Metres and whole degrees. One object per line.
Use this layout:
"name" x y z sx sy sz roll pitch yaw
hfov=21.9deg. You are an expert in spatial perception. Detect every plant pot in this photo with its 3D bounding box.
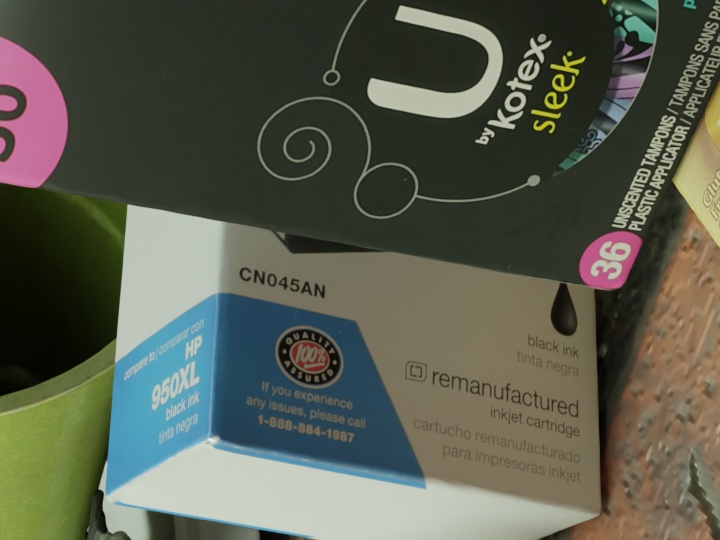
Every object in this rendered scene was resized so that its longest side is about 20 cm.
"plant pot" -0.175 0.045 0.790 0.191 0.198 0.201 99 164 -46

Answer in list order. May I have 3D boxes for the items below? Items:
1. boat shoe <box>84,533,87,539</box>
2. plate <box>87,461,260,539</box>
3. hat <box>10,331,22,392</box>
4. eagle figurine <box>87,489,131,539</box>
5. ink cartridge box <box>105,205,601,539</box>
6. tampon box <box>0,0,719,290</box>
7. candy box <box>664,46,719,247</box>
"boat shoe" -0.189 0.111 1.007 0.200 0.071 0.076 -126 17 -72
"plate" -0.101 0.065 0.866 0.200 0.032 0.202 6 102 64
"hat" -0.183 0.001 0.974 0.201 0.080 0.203 -4 -90 -82
"eagle figurine" -0.081 0.173 0.718 0.199 0.151 0.152 -4 104 42
"ink cartridge box" 0.000 -0.016 0.631 0.084 0.144 0.202 -33 49 54
"tampon box" -0.008 -0.102 0.496 0.127 0.198 0.151 -116 41 -53
"candy box" 0.115 -0.095 0.533 0.116 0.055 0.201 -65 28 27
